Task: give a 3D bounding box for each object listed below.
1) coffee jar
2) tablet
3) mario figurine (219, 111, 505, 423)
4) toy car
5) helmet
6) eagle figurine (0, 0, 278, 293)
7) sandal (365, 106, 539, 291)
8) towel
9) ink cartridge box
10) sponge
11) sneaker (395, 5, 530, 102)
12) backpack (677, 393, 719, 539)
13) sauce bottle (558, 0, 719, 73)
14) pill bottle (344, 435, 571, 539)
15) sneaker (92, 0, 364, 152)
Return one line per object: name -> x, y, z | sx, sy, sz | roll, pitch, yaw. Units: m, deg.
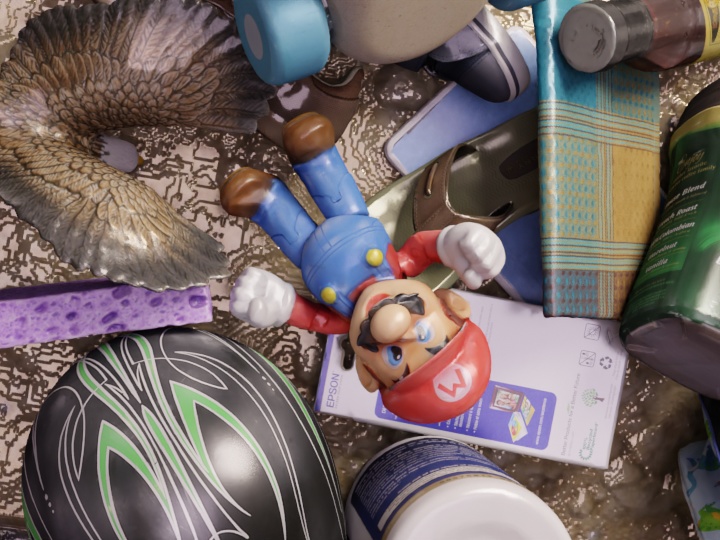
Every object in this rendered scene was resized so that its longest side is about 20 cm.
coffee jar -> 0.240, -0.025, 0.761 | 0.104, 0.085, 0.201 | 27, 62, -12
tablet -> 0.126, -0.053, 0.812 | 0.130, 0.014, 0.200 | -43, 97, -5
mario figurine -> 0.000, 0.000, 0.679 | 0.106, 0.124, 0.200 | -20, 63, -43
toy car -> -0.001, -0.235, 0.642 | 0.184, 0.177, 0.201 | -20, 67, -19
helmet -> -0.106, 0.131, 0.701 | 0.199, 0.200, 0.191 | -25, 107, -6
eagle figurine -> -0.163, -0.077, 0.693 | 0.199, 0.151, 0.152 | 6, 118, 33
sandal -> 0.066, -0.048, 0.758 | 0.201, 0.057, 0.080 | -38, 78, -9
towel -> 0.152, -0.069, 0.753 | 0.146, 0.022, 0.201 | 5, 84, -50
ink cartridge box -> 0.074, 0.064, 0.788 | 0.199, 0.039, 0.100 | 12, 90, -1
sponge -> -0.191, 0.025, 0.720 | 0.199, 0.112, 0.030 | -7, 95, -8
sneaker -> 0.016, -0.167, 0.761 | 0.200, 0.078, 0.079 | 45, 80, 4
backpack -> 0.311, 0.157, 0.766 | 0.200, 0.183, 0.147 | 38, 110, -10
sauce bottle -> 0.199, -0.158, 0.745 | 0.200, 0.066, 0.066 | -24, 96, -43
pill bottle -> 0.049, 0.161, 0.713 | 0.110, 0.200, 0.112 | 0, 93, -9
sneaker -> -0.088, -0.152, 0.751 | 0.200, 0.070, 0.076 | 37, 91, -18
